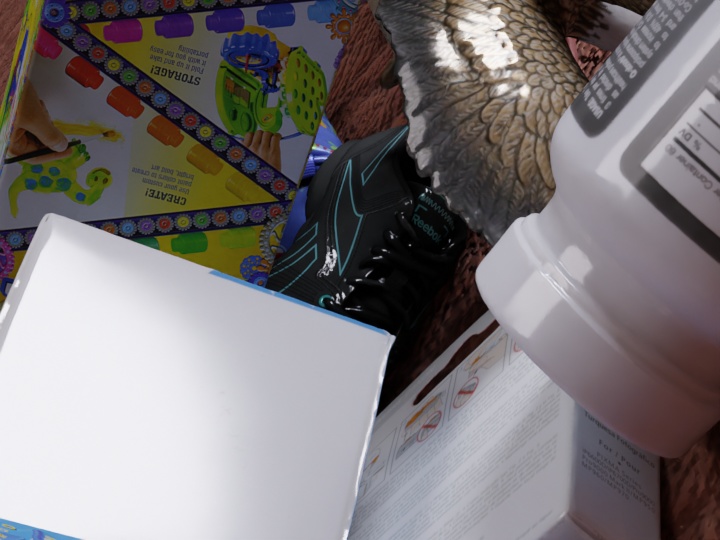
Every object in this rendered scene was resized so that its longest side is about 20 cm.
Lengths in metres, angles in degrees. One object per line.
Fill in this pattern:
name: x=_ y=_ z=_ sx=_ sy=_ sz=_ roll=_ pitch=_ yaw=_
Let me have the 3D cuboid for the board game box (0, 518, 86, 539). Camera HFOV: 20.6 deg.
board game box: x=-0.085 y=0.191 z=0.621 sx=0.201 sy=0.195 sz=0.056 roll=-69 pitch=21 yaw=9

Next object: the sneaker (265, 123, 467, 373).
sneaker: x=0.000 y=0.000 z=0.905 sx=0.079 sy=0.075 sz=0.201 roll=-28 pitch=32 yaw=40

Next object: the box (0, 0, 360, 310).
box: x=-0.091 y=-0.089 z=0.876 sx=0.200 sy=0.121 sz=0.194 roll=-102 pitch=29 yaw=-62

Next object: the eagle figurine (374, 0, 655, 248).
eagle figurine: x=0.080 y=-0.111 z=0.803 sx=0.200 sy=0.150 sz=0.153 roll=-117 pitch=24 yaw=-60

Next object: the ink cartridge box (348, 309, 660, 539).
ink cartridge box: x=0.046 y=0.088 z=0.759 sx=0.160 sy=0.047 sz=0.200 roll=-45 pitch=15 yaw=29

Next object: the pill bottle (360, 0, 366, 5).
pill bottle: x=0.031 y=-0.226 z=1.091 sx=0.200 sy=0.115 sz=0.116 roll=-29 pitch=35 yaw=48

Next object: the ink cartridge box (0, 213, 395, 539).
ink cartridge box: x=-0.093 y=0.113 z=0.781 sx=0.201 sy=0.146 sz=0.145 roll=113 pitch=173 yaw=-46

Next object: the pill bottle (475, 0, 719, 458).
pill bottle: x=0.134 y=-0.044 z=0.640 sx=0.200 sy=0.116 sz=0.116 roll=-50 pitch=23 yaw=16

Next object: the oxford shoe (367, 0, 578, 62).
oxford shoe: x=0.057 y=-0.114 z=0.981 sx=0.070 sy=0.075 sz=0.200 roll=-21 pitch=37 yaw=-8

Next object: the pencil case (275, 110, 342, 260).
pencil case: x=-0.046 y=-0.062 z=1.075 sx=0.078 sy=0.087 sz=0.200 roll=-16 pitch=27 yaw=-4
